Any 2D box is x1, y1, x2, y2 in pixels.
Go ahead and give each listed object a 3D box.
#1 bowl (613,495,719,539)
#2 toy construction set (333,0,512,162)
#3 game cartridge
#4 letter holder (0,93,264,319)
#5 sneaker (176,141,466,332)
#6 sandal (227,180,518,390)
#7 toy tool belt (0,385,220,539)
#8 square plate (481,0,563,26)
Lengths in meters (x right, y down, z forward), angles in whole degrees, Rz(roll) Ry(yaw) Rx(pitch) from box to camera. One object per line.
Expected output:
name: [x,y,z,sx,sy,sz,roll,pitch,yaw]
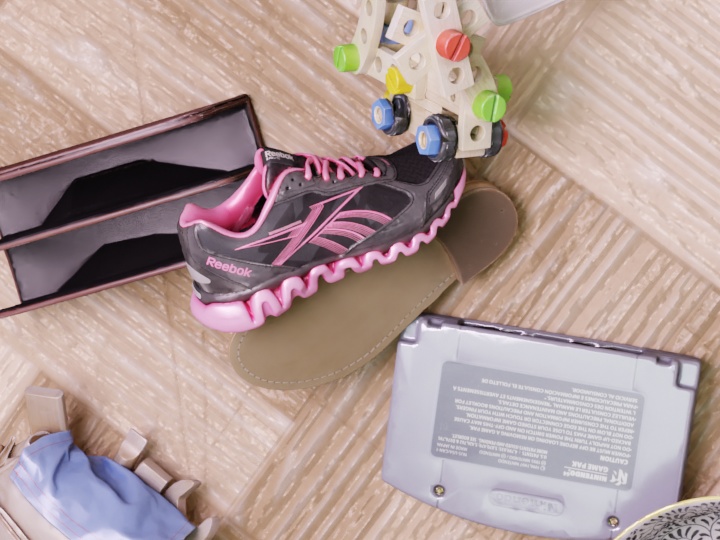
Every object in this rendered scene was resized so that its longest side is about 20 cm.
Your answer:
bowl: [0.235,0.225,1.389,0.200,0.094,0.201,2,103,8]
toy construction set: [0.042,-0.141,1.343,0.092,0.200,0.132,-2,110,-13]
game cartridge: [0.117,0.107,1.433,0.199,0.042,0.134,10,104,11]
letter holder: [-0.168,-0.037,1.420,0.199,0.142,0.101,-15,94,14]
sneaker: [-0.027,-0.043,1.359,0.200,0.079,0.096,-29,120,-13]
sandal: [0.003,0.005,1.434,0.211,0.070,0.078,-32,114,-5]
toy tool belt: [-0.163,0.172,1.461,0.200,0.125,0.123,32,112,6]
square plate: [0.125,-0.273,1.342,0.198,0.028,0.201,-24,92,-18]
